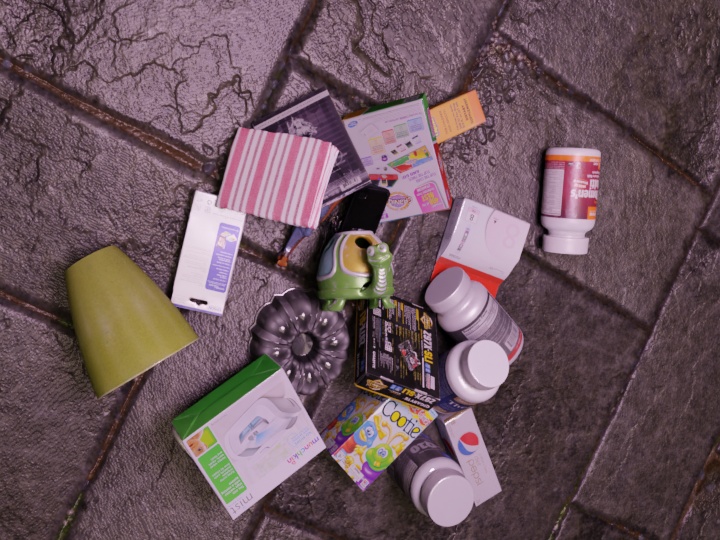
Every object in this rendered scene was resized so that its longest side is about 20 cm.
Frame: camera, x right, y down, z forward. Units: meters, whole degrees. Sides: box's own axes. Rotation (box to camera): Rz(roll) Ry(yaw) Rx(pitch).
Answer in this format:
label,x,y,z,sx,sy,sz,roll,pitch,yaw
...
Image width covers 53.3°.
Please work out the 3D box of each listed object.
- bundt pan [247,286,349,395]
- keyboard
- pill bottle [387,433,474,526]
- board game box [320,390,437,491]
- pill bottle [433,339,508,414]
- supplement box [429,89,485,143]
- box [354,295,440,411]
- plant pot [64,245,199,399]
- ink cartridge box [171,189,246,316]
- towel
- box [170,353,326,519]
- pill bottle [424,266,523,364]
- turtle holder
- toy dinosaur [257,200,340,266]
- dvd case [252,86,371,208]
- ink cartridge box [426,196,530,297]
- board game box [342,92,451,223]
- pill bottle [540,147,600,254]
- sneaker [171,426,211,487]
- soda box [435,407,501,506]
label,x,y,z,sx,sy,sz,roll,pitch,yaw
bundt pan,-0.105,0.137,1.316,0.196,0.076,0.208,-3,98,-18
keyboard,-0.024,-0.071,1.309,0.102,0.040,0.204,6,119,-32
pill bottle,0.132,0.396,1.368,0.111,0.200,0.117,-3,99,-18
board game box,0.032,0.296,1.371,0.200,0.105,0.104,-43,108,-9
pill bottle,0.193,0.195,1.329,0.108,0.200,0.114,6,69,-16
supplement box,0.131,-0.268,1.342,0.196,0.069,0.068,-26,104,-10
box,0.067,0.140,1.321,0.157,0.203,0.049,23,134,-22
plant pot,-0.392,0.071,1.170,0.184,0.187,0.203,-30,91,-12
ink cartridge box,-0.266,-0.030,1.256,0.097,0.039,0.206,14,92,-20
towel,-0.142,-0.156,1.207,0.195,0.030,0.150,13,81,21
box,-0.188,0.279,1.220,0.198,0.096,0.179,-33,112,-18
pill bottle,0.219,0.095,1.392,0.116,0.116,0.200,-47,113,-7
turtle holder,-0.010,0.001,1.229,0.137,0.185,0.136,-2,87,4
toy dinosaur,-0.085,-0.089,1.281,0.195,0.105,0.186,11,104,-25
dvd case,-0.086,-0.202,1.233,0.146,0.016,0.204,-26,72,0
ink cartridge box,0.233,-0.024,1.423,0.159,0.057,0.205,17,88,-20
board game box,0.068,-0.194,1.277,0.149,0.041,0.204,-9,114,19
pill bottle,0.417,-0.140,1.436,0.107,0.109,0.206,0,98,-18
sneaker,-0.226,0.319,1.301,0.145,0.077,0.205,-36,106,-8
soda box,0.218,0.371,1.467,0.067,0.064,0.204,-25,105,-13
